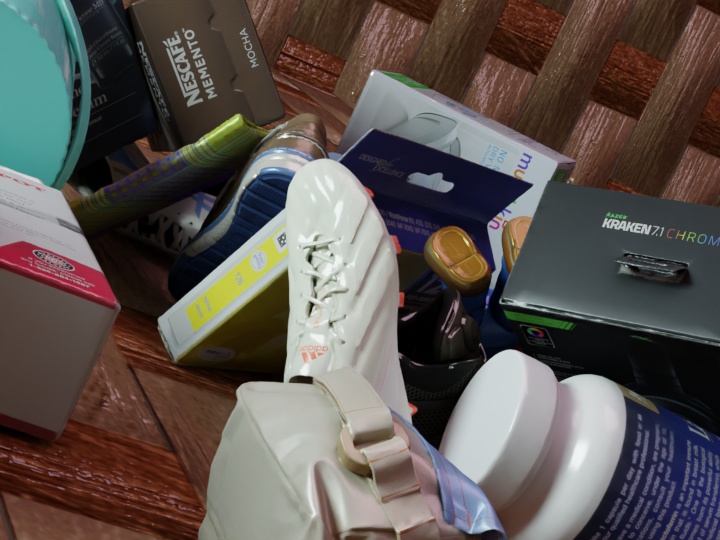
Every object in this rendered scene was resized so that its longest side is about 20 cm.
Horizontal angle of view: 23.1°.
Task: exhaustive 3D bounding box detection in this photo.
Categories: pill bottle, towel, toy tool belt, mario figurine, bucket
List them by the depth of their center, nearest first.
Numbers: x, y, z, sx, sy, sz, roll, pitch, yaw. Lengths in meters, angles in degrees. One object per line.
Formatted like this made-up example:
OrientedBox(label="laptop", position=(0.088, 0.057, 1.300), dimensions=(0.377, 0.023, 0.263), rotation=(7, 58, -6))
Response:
OrientedBox(label="toy tool belt", position=(0.016, 0.122, 0.776), dimensions=(0.122, 0.126, 0.200), rotation=(11, 16, -26))
OrientedBox(label="pill bottle", position=(0.150, 0.131, 1.029), dimensions=(0.199, 0.116, 0.116), rotation=(28, 9, -17))
OrientedBox(label="bucket", position=(-0.267, -0.116, 1.085), dimensions=(0.206, 0.208, 0.135), rotation=(21, 21, -21))
OrientedBox(label="mario figurine", position=(0.068, 0.035, 1.186), dimensions=(0.123, 0.201, 0.106), rotation=(20, 50, 9))
OrientedBox(label="towel", position=(-0.146, -0.059, 1.220), dimensions=(0.023, 0.199, 0.144), rotation=(68, 15, 4))

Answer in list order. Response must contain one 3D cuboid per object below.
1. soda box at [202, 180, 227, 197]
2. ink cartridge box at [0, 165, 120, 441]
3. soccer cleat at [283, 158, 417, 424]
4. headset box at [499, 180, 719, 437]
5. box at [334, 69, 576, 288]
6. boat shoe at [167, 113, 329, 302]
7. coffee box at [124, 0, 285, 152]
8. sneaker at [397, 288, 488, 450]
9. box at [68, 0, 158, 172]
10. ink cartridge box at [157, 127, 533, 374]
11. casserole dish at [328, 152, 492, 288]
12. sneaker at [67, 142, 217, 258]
OrientedBox(label="soda box", position=(-0.045, -0.022, 1.386), dimensions=(0.200, 0.071, 0.063), rotation=(45, 14, 22))
OrientedBox(label="ink cartridge box", position=(-0.223, -0.003, 0.931), dimensions=(0.144, 0.084, 0.200), rotation=(21, 10, -23))
OrientedBox(label="soccer cleat", position=(-0.014, 0.034, 1.006), dimensions=(0.069, 0.202, 0.077), rotation=(-16, -7, 42))
OrientedBox(label="headset box", position=(0.196, 0.040, 1.074), dimensions=(0.173, 0.093, 0.200), rotation=(11, -28, 27))
OrientedBox(label="box", position=(0.056, -0.038, 1.464), dimensions=(0.176, 0.201, 0.097), rotation=(29, 11, 13))
OrientedBox(label="boat shoe", position=(-0.067, -0.032, 1.192), dimensions=(0.072, 0.200, 0.073), rotation=(30, 51, -13))
OrientedBox(label="coffee box", position=(-0.128, -0.153, 1.318), dimensions=(0.079, 0.114, 0.200), rotation=(-21, 8, -12))
OrientedBox(label="sneaker", position=(0.072, 0.084, 1.098), dimensions=(0.198, 0.114, 0.076), rotation=(22, 31, -24))
OrientedBox(label="box", position=(-0.250, -0.167, 1.241), dimensions=(0.148, 0.201, 0.107), rotation=(-30, 39, -23))
OrientedBox(label="ink cartridge box", position=(0.000, 0.000, 1.158), dimensions=(0.197, 0.200, 0.047), rotation=(12, 47, -53))
OrientedBox(label="casserole dish", position=(0.036, -0.008, 1.327), dimensions=(0.200, 0.039, 0.121), rotation=(46, 15, 9))
OrientedBox(label="sneaker", position=(-0.161, -0.043, 1.374), dimensions=(0.199, 0.072, 0.072), rotation=(34, 40, 22))
